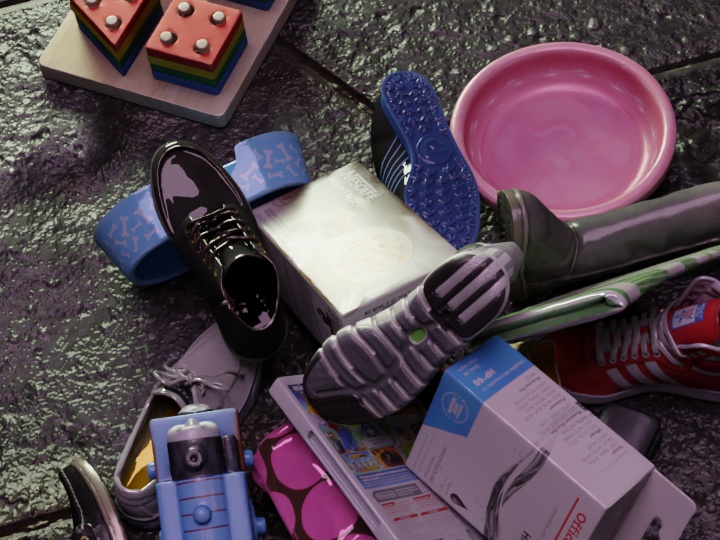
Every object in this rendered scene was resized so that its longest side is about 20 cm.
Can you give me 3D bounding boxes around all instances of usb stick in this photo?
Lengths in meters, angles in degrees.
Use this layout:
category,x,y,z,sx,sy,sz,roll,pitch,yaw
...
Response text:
category,x,y,z,sx,sy,sz,roll,pitch,yaw
usb stick,0.179,0.190,1.453,0.055,0.033,0.200,23,61,16

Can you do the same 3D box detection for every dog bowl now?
category,x,y,z,sx,sy,sz,roll,pitch,yaw
dog bowl,-0.131,-0.050,1.602,0.200,0.112,0.050,-25,71,-12

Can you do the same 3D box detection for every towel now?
category,x,y,z,sx,sy,sz,roll,pitch,yaw
towel,0.191,0.022,1.458,0.152,0.200,0.023,-20,88,36

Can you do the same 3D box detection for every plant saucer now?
category,x,y,z,sx,sy,sz,roll,pitch,yaw
plant saucer,0.180,-0.114,1.647,0.200,0.051,0.201,-3,56,4

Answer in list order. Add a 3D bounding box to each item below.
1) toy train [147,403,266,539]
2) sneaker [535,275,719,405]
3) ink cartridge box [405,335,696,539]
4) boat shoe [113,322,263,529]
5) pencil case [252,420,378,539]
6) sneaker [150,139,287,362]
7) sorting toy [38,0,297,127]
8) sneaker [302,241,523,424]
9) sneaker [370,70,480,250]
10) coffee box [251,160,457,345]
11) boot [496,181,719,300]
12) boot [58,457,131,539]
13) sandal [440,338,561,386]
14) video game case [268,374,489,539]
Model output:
category,x,y,z,sx,sy,sz,roll,pitch,yaw
toy train,-0.114,0.200,1.397,0.087,0.114,0.200,-7,85,-4
sneaker,0.232,0.056,1.489,0.200,0.113,0.071,0,59,6
ink cartridge box,0.139,0.159,1.376,0.200,0.116,0.067,40,46,21
boat shoe,-0.145,0.108,1.506,0.075,0.086,0.202,23,61,19
pencil case,-0.014,0.205,1.431,0.094,0.091,0.200,-28,56,-5
sneaker,-0.110,-0.030,1.492,0.075,0.106,0.200,-25,78,-12
sorting toy,-0.182,-0.256,1.765,0.198,0.070,0.200,17,60,16
sneaker,0.051,0.042,1.408,0.075,0.200,0.115,54,30,-1
sneaker,0.055,-0.077,1.617,0.070,0.078,0.200,-4,57,-13
coffee box,0.000,0.000,1.527,0.114,0.080,0.200,-25,34,-13
boot,0.215,-0.035,1.523,0.200,0.182,0.073,-8,74,4
boot,-0.242,0.252,1.430,0.150,0.073,0.200,-22,62,-9
sandal,0.143,0.091,1.473,0.212,0.078,0.070,35,95,37
video game case,0.032,0.155,1.441,0.143,0.018,0.200,-3,47,-49
